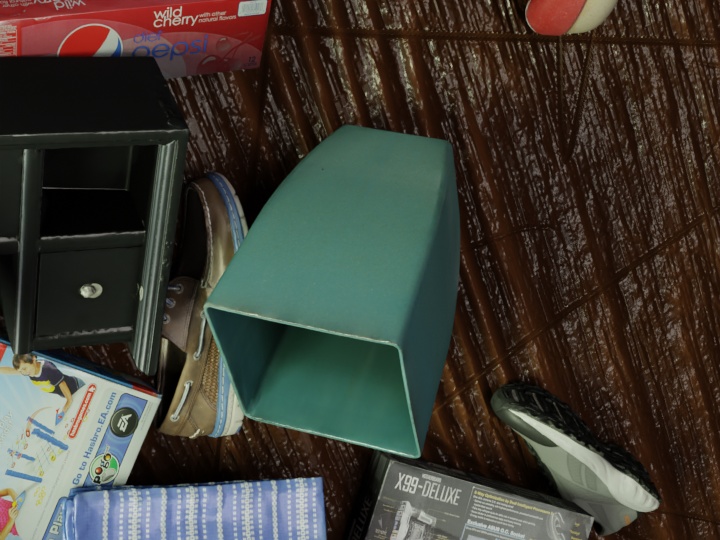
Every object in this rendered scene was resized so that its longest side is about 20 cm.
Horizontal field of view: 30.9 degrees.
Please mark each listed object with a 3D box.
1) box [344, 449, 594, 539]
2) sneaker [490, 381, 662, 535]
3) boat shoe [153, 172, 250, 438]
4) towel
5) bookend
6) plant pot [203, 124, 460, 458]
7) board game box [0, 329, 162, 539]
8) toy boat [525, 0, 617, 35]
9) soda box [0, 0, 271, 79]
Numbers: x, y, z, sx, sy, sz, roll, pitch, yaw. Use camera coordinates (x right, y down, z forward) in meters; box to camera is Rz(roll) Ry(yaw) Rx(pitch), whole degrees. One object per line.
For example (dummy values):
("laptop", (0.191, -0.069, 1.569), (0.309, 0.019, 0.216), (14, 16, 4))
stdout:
("box", (0.082, 0.253, 1.105), (0.197, 0.050, 0.160), (17, 92, -16))
("sneaker", (0.184, 0.174, 1.161), (0.200, 0.074, 0.079), (40, 105, -24))
("boat shoe", (-0.122, 0.030, 0.954), (0.071, 0.072, 0.203), (-6, 104, -27))
("towel", (-0.111, 0.222, 0.924), (0.197, 0.024, 0.147), (1, 74, -23))
("bookend", (-0.226, -0.028, 0.836), (0.197, 0.092, 0.201), (-4, 129, -25))
("plant pot", (0.000, 0.000, 0.943), (0.142, 0.139, 0.202), (77, 29, -52))
("board game box", (-0.268, 0.143, 0.908), (0.194, 0.056, 0.202), (24, 89, -31))
("toy boat", (0.145, -0.287, 1.021), (0.129, 0.131, 0.203), (-1, 103, 2))
("soda box", (-0.164, -0.170, 0.877), (0.198, 0.070, 0.064), (-12, 140, -28))
